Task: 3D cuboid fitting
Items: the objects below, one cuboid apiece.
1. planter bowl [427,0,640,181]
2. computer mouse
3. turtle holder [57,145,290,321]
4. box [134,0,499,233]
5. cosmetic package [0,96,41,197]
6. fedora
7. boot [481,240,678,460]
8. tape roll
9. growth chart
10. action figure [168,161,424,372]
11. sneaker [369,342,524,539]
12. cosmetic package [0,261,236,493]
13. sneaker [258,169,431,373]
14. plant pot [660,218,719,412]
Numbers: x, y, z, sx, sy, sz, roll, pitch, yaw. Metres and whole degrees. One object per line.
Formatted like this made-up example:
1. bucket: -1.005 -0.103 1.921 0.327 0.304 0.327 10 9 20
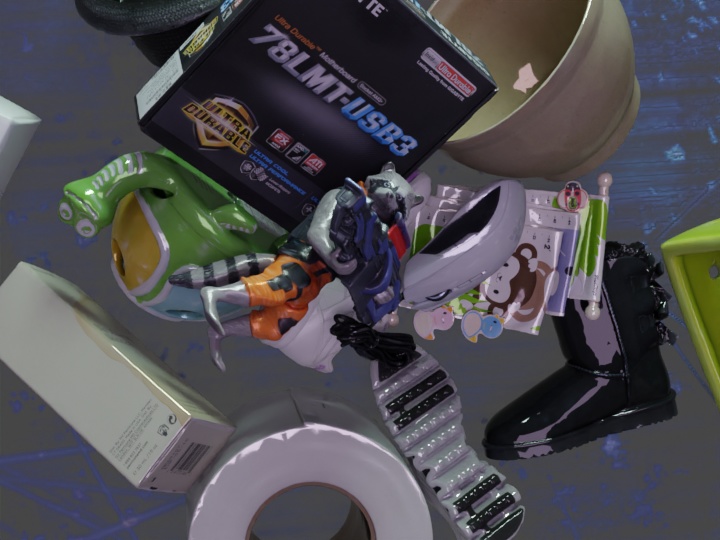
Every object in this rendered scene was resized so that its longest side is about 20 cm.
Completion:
1. planter bowl: 0.146 -0.157 1.102 0.135 0.200 0.201 34 92 -36
2. computer mouse: 0.070 0.005 1.111 0.200 0.110 0.044 -44 56 4
3. turtle holder: -0.140 -0.027 1.075 0.132 0.185 0.141 -43 78 18
4. box: -0.032 -0.133 1.005 0.198 0.050 0.200 -41 126 19
5. cosmetic package: -0.382 -0.091 1.037 0.199 0.166 0.168 28 93 -10
6. fedora: -0.127 -0.229 1.081 0.200 0.201 0.092 -23 135 -4
7. boot: 0.187 0.068 1.184 0.197 0.073 0.163 -14 99 -9
8. tape roll: -0.048 0.213 1.135 0.201 0.139 0.204 -1 97 -8
9. growth chart: 0.118 -0.010 1.158 0.199 0.018 0.146 0 89 13
10. action figure: -0.039 -0.019 0.986 0.193 0.200 0.105 -34 64 -15
11. sneaker: 0.064 0.156 1.176 0.075 0.081 0.201 -25 79 -19
12. cosmetic package: -0.206 0.088 1.074 0.200 0.104 0.073 39 91 18
13. sneaker: 0.000 0.000 1.159 0.100 0.075 0.200 39 95 -24
14. plant pot: 0.408 0.024 1.139 0.181 0.200 0.200 -28 101 -28
